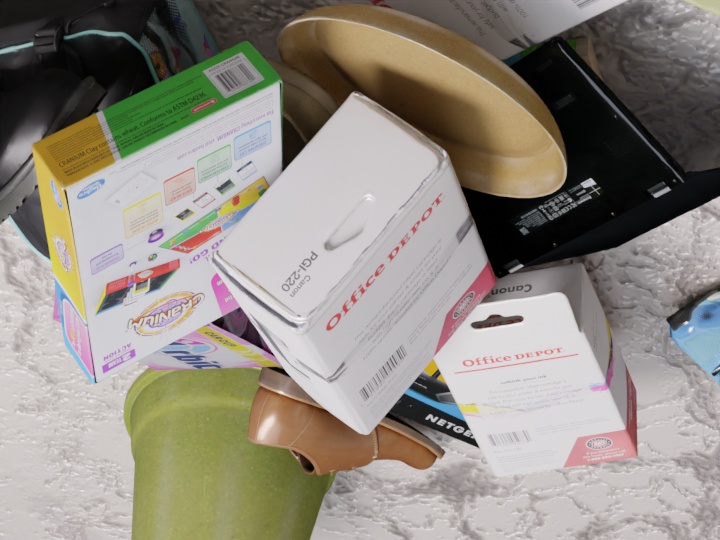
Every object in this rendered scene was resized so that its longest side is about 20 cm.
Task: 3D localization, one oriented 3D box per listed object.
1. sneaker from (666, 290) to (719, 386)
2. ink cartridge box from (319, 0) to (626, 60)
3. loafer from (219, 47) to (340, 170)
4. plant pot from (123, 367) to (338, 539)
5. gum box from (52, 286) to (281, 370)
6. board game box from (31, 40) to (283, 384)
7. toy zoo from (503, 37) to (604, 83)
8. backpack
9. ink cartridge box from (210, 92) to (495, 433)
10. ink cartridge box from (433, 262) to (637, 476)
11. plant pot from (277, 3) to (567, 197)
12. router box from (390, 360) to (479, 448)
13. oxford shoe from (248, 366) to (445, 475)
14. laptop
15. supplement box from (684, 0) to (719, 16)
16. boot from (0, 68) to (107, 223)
[{"bbox_3d":[0.315,0.085,1.559,0.199,0.090,0.078,32,134,-25],"label":"sneaker"},{"bbox_3d":[0.077,-0.210,1.257,0.199,0.085,0.146,-24,132,30],"label":"ink cartridge box"},{"bbox_3d":[-0.046,-0.073,1.348,0.076,0.068,0.200,17,159,32],"label":"loafer"},{"bbox_3d":[-0.113,0.200,1.686,0.198,0.185,0.201,4,139,4],"label":"plant pot"},{"bbox_3d":[-0.136,0.023,1.508,0.113,0.067,0.200,-2,166,18],"label":"gum box"},{"bbox_3d":[-0.120,-0.032,1.270,0.152,0.040,0.201,-28,148,-21],"label":"board game box"},{"bbox_3d":[0.080,-0.096,1.439,0.198,0.021,0.132,-8,137,18],"label":"toy zoo"},{"bbox_3d":[-0.171,-0.100,1.367,0.174,0.154,0.201,-12,120,21],"label":"backpack"},{"bbox_3d":[0.000,0.000,1.320,0.085,0.146,0.200,37,169,22],"label":"ink cartridge box"},{"bbox_3d":[0.125,0.063,1.498,0.116,0.068,0.201,-9,138,17],"label":"ink cartridge box"},{"bbox_3d":[0.042,-0.109,1.271,0.199,0.028,0.200,25,164,8],"label":"plant pot"},{"bbox_3d":[0.056,0.054,1.590,0.199,0.051,0.149,23,137,-15],"label":"router box"},{"bbox_3d":[-0.015,0.136,1.656,0.199,0.072,0.071,22,179,-37],"label":"oxford shoe"},{"bbox_3d":[0.156,-0.080,1.396,0.200,0.116,0.187,45,138,-14],"label":"laptop"},{"bbox_3d":[0.248,-0.227,1.110,0.198,0.134,0.201,21,105,-15],"label":"supplement box"},{"bbox_3d":[-0.269,-0.097,1.253,0.158,0.080,0.211,44,129,-17],"label":"boot"}]
